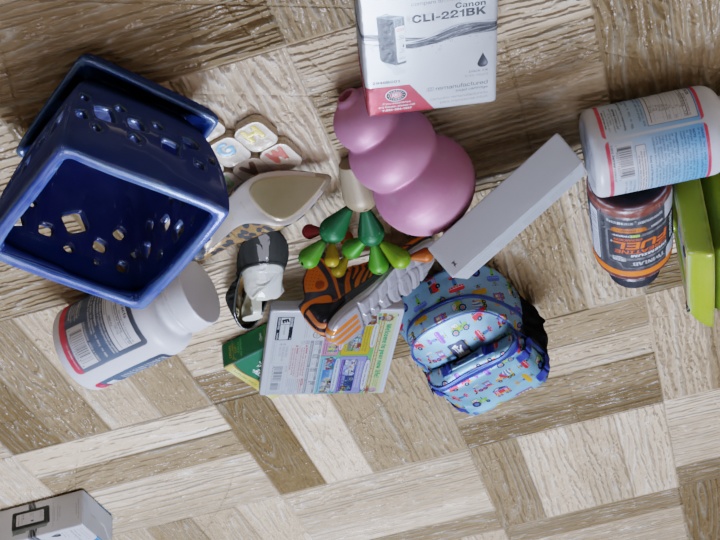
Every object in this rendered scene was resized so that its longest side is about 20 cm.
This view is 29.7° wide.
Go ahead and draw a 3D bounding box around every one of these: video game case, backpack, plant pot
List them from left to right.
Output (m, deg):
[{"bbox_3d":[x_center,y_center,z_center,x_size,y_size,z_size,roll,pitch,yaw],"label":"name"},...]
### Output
[{"bbox_3d":[-0.271,-0.104,1.476,0.199,0.180,0.200,22,135,-28],"label":"plant pot"},{"bbox_3d":[-0.043,0.108,1.880,0.181,0.022,0.200,0,140,-10],"label":"video game case"},{"bbox_3d":[0.148,0.088,1.875,0.182,0.135,0.200,-25,138,20],"label":"backpack"},{"bbox_3d":[0.490,-0.049,1.713,0.181,0.201,0.199,-8,145,9],"label":"plant pot"}]

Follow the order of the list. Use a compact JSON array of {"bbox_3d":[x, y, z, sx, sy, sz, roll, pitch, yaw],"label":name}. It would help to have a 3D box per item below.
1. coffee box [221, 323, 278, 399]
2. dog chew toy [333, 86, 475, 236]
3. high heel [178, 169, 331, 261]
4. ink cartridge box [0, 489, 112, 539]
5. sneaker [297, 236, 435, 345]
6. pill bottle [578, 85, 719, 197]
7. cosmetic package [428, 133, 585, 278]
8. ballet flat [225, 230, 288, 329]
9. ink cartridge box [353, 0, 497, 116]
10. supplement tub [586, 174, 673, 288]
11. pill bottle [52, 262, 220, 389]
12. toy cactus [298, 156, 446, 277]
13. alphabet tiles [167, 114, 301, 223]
[{"bbox_3d":[-0.083,0.109,1.927,0.199,0.044,0.123,-25,141,21],"label":"coffee box"},{"bbox_3d":[0.044,-0.133,1.567,0.124,0.125,0.200,-29,121,26],"label":"dog chew toy"},{"bbox_3d":[-0.135,-0.071,1.667,0.199,0.072,0.143,-24,-178,-12],"label":"high heel"},{"bbox_3d":[-0.527,0.440,2.263,0.199,0.068,0.116,-16,143,10],"label":"ink cartridge box"},{"bbox_3d":[0.000,0.000,1.774,0.200,0.112,0.078,-37,146,-20],"label":"sneaker"},{"bbox_3d":[0.366,-0.157,1.607,0.199,0.109,0.109,-11,144,3],"label":"pill bottle"},{"bbox_3d":[0.177,-0.072,1.617,0.200,0.052,0.151,-42,174,7],"label":"cosmetic package"},{"bbox_3d":[-0.129,0.017,1.750,0.068,0.069,0.200,-4,153,-16],"label":"ballet flat"},{"bbox_3d":[0.067,-0.265,1.419,0.144,0.084,0.200,-7,143,-1],"label":"ink cartridge box"},{"bbox_3d":[0.346,-0.060,1.736,0.106,0.107,0.200,-13,144,6],"label":"supplement tub"},{"bbox_3d":[-0.287,0.066,1.764,0.199,0.120,0.120,-25,141,20],"label":"pill bottle"},{"bbox_3d":[0.012,-0.071,1.686,0.199,0.102,0.166,-12,125,8],"label":"toy cactus"},{"bbox_3d":[-0.174,-0.116,1.629,0.199,0.015,0.196,-25,141,22],"label":"alphabet tiles"}]
